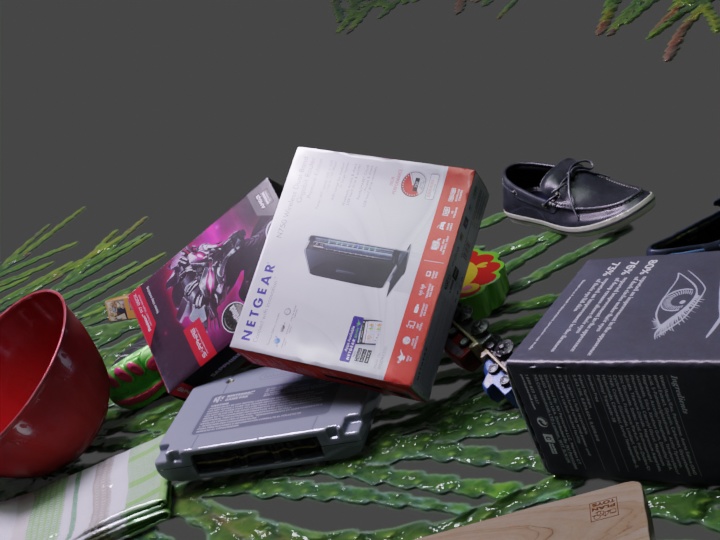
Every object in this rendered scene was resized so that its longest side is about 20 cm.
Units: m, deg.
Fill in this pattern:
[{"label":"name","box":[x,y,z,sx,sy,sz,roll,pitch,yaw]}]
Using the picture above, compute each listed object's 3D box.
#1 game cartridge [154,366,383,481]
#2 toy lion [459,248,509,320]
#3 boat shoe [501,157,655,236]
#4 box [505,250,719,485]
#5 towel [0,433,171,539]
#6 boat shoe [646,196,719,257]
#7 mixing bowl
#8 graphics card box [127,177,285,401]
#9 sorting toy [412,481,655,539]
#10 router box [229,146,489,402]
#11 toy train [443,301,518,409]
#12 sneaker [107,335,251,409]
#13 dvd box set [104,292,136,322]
[{"label":"game cartridge","box":[-0.075,0.129,1.135,0.199,0.041,0.134,-11,28,20]},{"label":"toy lion","box":[0.047,0.020,1.252,0.191,0.069,0.200,-19,21,-7]},{"label":"boat shoe","box":[0.216,-0.079,1.292,0.074,0.062,0.200,-33,25,-26]},{"label":"box","box":[0.230,0.066,0.886,0.199,0.105,0.148,-3,30,42]},{"label":"towel","box":[-0.267,0.218,1.149,0.199,0.031,0.149,-24,22,0]},{"label":"boat shoe","box":[0.330,-0.036,1.064,0.200,0.069,0.084,-33,23,-21]},{"label":"mixing bowl","box":[-0.325,0.132,1.263,0.200,0.108,0.201,-32,36,26]},{"label":"graphics card box","box":[-0.126,0.020,1.224,0.200,0.051,0.126,-37,59,15]},{"label":"sorting toy","box":[0.082,0.229,0.712,0.199,0.070,0.199,-18,23,14]},{"label":"router box","box":[0.000,0.000,1.105,0.179,0.049,0.201,9,72,25]},{"label":"toy train","box":[0.093,0.061,1.079,0.046,0.034,0.200,-43,37,-3]},{"label":"sneaker","box":[-0.181,0.076,1.327,0.199,0.077,0.084,-20,26,6]},{"label":"dvd box set","box":[-0.175,0.023,1.416,0.146,0.030,0.199,-15,4,-43]}]
